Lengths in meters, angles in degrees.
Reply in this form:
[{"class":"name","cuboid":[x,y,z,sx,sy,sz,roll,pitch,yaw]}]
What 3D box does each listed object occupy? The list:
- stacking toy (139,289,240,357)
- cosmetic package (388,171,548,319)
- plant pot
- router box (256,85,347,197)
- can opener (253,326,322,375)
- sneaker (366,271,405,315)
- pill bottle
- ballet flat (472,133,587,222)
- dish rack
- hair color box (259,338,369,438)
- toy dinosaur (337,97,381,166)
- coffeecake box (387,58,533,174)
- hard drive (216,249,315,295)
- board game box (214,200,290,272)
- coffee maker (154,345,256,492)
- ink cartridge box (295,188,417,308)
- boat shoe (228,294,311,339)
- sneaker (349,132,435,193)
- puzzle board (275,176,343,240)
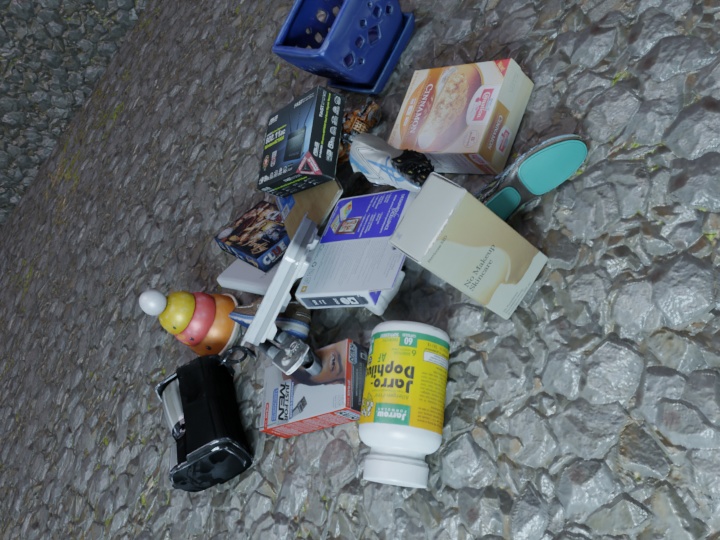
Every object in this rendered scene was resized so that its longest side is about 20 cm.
[{"class":"stacking toy","cuboid":[-0.351,0.088,1.247,0.145,0.199,0.148,-24,53,36]},{"class":"cosmetic package","cuboid":[0.140,-0.026,0.789,0.106,0.199,0.071,-58,41,5]},{"class":"plant pot","cuboid":[-0.023,-0.457,1.211,0.199,0.179,0.201,27,90,49]},{"class":"router box","cuboid":[-0.110,-0.226,1.130,0.199,0.062,0.152,-8,71,55]},{"class":"can opener","cuboid":[-0.119,0.131,1.006,0.054,0.067,0.200,-52,23,-11]},{"class":"sneaker","cuboid":[0.000,0.000,1.037,0.089,0.075,0.199,-49,42,-8]},{"class":"pill bottle","cuboid":[0.057,0.178,0.835,0.112,0.112,0.202,-11,61,42]},{"class":"ballet flat","cuboid":[0.214,-0.122,0.861,0.199,0.074,0.075,-36,45,9]},{"class":"dish rack","cuboid":[-0.119,0.018,0.991,0.201,0.043,0.172,-62,5,23]},{"class":"hair color box","cuboid":[-0.074,0.192,1.003,0.199,0.064,0.112,-23,52,36]},{"class":"toy dinosaur","cuboid":[-0.050,-0.255,1.205,0.199,0.102,0.136,-36,61,-2]},{"class":"coffeecake box","cuboid":[0.151,-0.239,0.991,0.199,0.073,0.155,12,78,48]},{"class":"hard drive","cuboid":[-0.177,-0.008,1.206,0.199,0.026,0.132,6,44,48]},{"class":"board game box","cuboid":[-0.192,-0.073,1.246,0.135,0.035,0.199,-41,35,-21]},{"class":"coffee maker","cuboid":[-0.265,0.258,1.115,0.192,0.134,0.201,-47,43,16]},{"class":"ink cartridge box","cuboid":[0.012,-0.036,0.959,0.199,0.043,0.200,-6,51,42]},{"class":"boat shoe","cuboid":[-0.162,0.079,1.160,0.198,0.072,0.073,5,68,37]},{"class":"sneaker","cuboid":[0.049,-0.155,0.972,0.200,0.071,0.073,40,136,49]},{"class":"puzzle board","cuboid":[-0.096,-0.136,1.147,0.151,0.017,0.201,-56,35,24]}]
